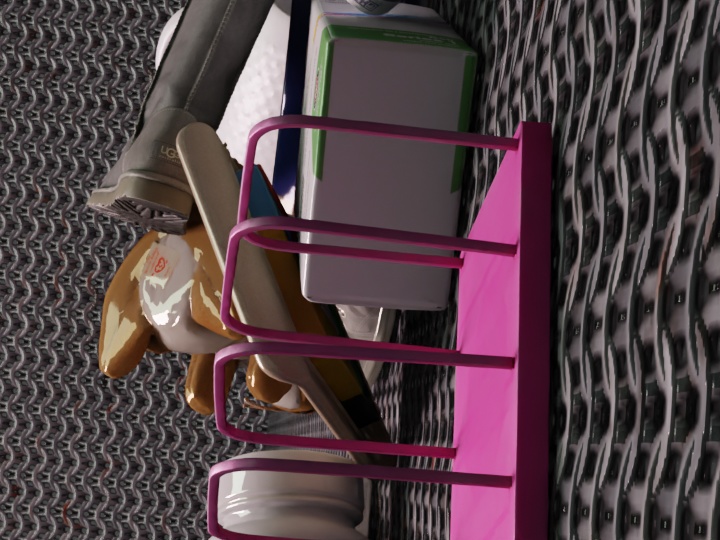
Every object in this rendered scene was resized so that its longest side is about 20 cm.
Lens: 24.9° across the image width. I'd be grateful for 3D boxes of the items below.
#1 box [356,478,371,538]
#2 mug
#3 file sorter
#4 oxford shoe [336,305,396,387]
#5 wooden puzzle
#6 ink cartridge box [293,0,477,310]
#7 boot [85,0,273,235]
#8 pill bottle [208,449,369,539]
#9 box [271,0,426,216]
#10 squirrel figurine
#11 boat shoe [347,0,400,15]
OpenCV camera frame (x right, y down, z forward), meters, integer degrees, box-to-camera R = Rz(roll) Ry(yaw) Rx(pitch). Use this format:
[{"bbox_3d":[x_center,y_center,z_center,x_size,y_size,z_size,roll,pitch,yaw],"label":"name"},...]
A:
[{"bbox_3d":[-0.034,0.249,1.177,0.117,0.060,0.201,-84,2,-68],"label":"box"},{"bbox_3d":[-0.081,-0.171,1.436,0.148,0.199,0.176,-83,8,-51],"label":"mug"},{"bbox_3d":[0.002,0.054,0.666,0.139,0.125,0.201,107,168,-67],"label":"file sorter"},{"bbox_3d":[0.000,0.000,1.136,0.075,0.058,0.200,-95,9,-51],"label":"oxford shoe"},{"bbox_3d":[-0.037,0.020,1.006,0.185,0.037,0.200,67,-172,29],"label":"wooden puzzle"},{"bbox_3d":[0.008,-0.076,0.956,0.200,0.084,0.145,-104,19,-74],"label":"ink cartridge box"},{"bbox_3d":[-0.112,-0.128,1.078,0.182,0.072,0.201,-8,67,68],"label":"boot"},{"bbox_3d":[-0.045,0.220,1.013,0.114,0.113,0.201,108,163,-67],"label":"pill bottle"},{"bbox_3d":[-0.005,-0.144,1.110,0.121,0.032,0.201,-23,-53,-49],"label":"box"},{"bbox_3d":[-0.078,0.011,1.199,0.141,0.186,0.201,-27,54,33],"label":"squirrel figurine"},{"bbox_3d":[0.036,-0.234,0.962,0.068,0.072,0.200,-31,27,40],"label":"boat shoe"}]
